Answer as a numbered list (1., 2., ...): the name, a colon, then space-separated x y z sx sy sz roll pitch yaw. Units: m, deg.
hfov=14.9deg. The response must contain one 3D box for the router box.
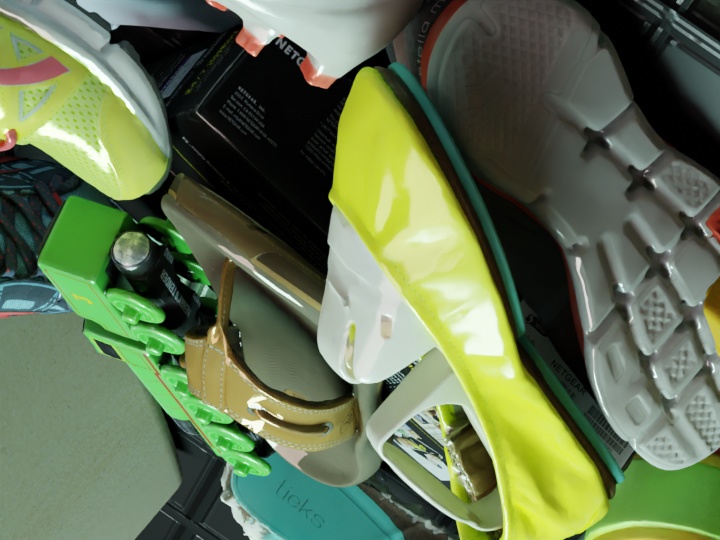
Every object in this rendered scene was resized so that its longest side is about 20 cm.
1. router box: 0.000 0.000 0.998 0.200 0.051 0.149 43 162 -15

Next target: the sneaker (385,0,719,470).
1. sneaker: 0.071 -0.022 0.903 0.082 0.077 0.200 32 157 56

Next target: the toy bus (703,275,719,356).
1. toy bus: 0.166 0.020 0.791 0.192 0.136 0.200 52 154 -3

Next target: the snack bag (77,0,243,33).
1. snack bag: -0.100 -0.122 0.909 0.188 0.021 0.200 8 165 41

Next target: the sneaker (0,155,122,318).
1. sneaker: -0.136 -0.019 1.034 0.095 0.079 0.200 -2 -176 10

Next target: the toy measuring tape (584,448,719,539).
1. toy measuring tape: 0.091 0.102 1.003 0.074 0.074 0.200 46 142 -19

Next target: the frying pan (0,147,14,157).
1. frying pan: -0.218 -0.088 1.147 0.190 0.031 0.115 35 151 7

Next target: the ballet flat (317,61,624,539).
1. ballet flat: 0.025 0.025 0.864 0.067 0.067 0.200 53 174 48

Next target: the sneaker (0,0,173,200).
1. sneaker: -0.152 -0.068 0.897 0.200 0.090 0.078 33 166 -25

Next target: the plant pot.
1. plant pot: -0.215 0.059 1.224 0.200 0.200 0.177 25 141 21

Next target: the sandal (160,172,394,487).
1. sandal: -0.033 0.036 0.971 0.080 0.054 0.200 33 161 21

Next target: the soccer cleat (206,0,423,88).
1. soccer cleat: -0.048 -0.113 0.780 0.200 0.078 0.069 18 -154 -50

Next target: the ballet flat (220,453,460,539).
1. ballet flat: 0.024 0.137 1.186 0.200 0.072 0.072 44 156 15

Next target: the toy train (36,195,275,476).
1. toy train: -0.071 0.027 1.040 0.056 0.042 0.200 18 161 19
